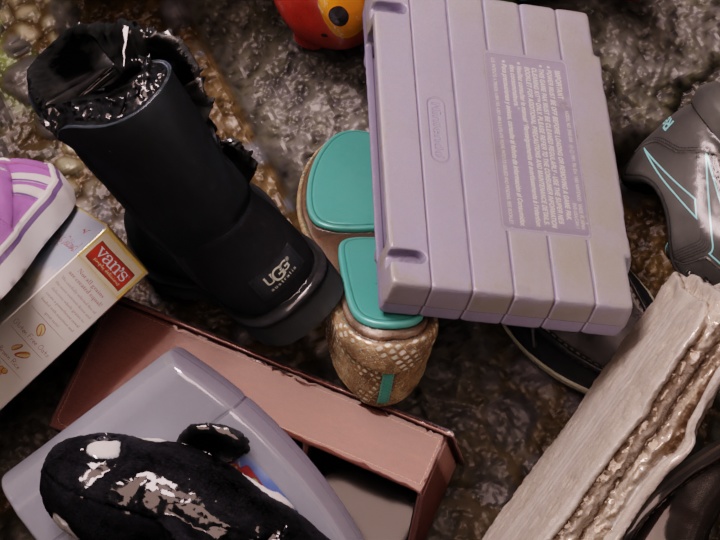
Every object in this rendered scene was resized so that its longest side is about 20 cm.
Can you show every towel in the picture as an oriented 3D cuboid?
[{"bbox_3d":[0.119,0.090,0.937,0.034,0.133,0.200,35,96,-3],"label":"towel"}]

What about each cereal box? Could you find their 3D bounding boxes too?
[{"bbox_3d":[-0.207,0.046,1.009,0.200,0.144,0.040,-42,108,-8],"label":"cereal box"}]

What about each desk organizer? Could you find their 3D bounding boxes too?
[{"bbox_3d":[-0.054,0.089,1.009,0.199,0.072,0.077,21,77,13],"label":"desk organizer"}]

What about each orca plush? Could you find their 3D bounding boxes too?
[{"bbox_3d":[-0.069,0.144,0.907,0.200,0.071,0.105,42,103,1],"label":"orca plush"}]

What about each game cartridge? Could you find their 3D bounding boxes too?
[{"bbox_3d":[-0.070,0.145,0.962,0.133,0.042,0.200,-37,91,17],"label":"game cartridge"},{"bbox_3d":[0.068,-0.059,0.991,0.129,0.038,0.201,9,52,-16],"label":"game cartridge"}]

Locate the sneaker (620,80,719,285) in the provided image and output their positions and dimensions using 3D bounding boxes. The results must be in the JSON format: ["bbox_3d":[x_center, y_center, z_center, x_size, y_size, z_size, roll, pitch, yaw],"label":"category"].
[{"bbox_3d":[0.212,-0.002,1.018,0.079,0.075,0.200,-33,64,9],"label":"sneaker"}]

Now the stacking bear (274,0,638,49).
[{"bbox_3d":[0.043,-0.184,1.074,0.199,0.122,0.114,-21,39,10],"label":"stacking bear"}]

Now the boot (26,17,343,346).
[{"bbox_3d":[-0.103,-0.058,0.973,0.076,0.168,0.200,-42,31,-9],"label":"boot"}]

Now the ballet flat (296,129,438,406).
[{"bbox_3d":[0.000,0.000,1.020,0.070,0.065,0.200,4,34,-5],"label":"ballet flat"}]

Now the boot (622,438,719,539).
[{"bbox_3d":[0.175,0.199,0.912,0.174,0.069,0.200,34,80,11],"label":"boot"}]

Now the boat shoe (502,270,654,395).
[{"bbox_3d":[0.095,-0.010,1.031,0.075,0.062,0.200,-35,72,-8],"label":"boat shoe"}]

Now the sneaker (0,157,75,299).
[{"bbox_3d":[-0.210,-0.047,0.980,0.073,0.201,0.114,-38,102,8],"label":"sneaker"}]
